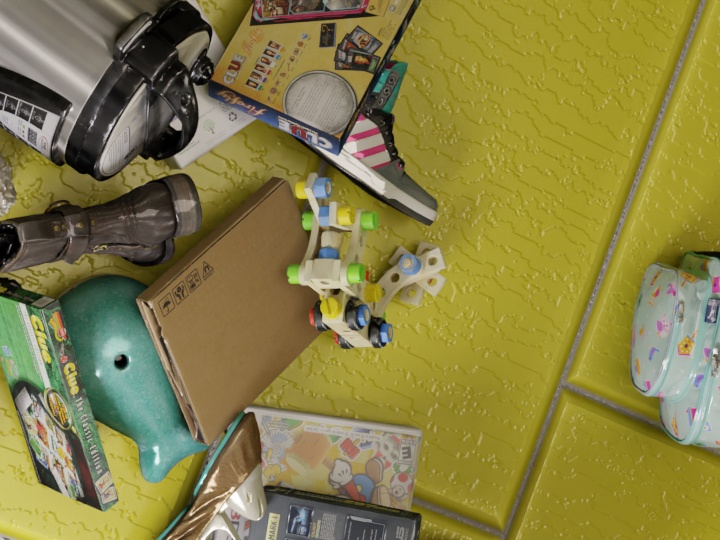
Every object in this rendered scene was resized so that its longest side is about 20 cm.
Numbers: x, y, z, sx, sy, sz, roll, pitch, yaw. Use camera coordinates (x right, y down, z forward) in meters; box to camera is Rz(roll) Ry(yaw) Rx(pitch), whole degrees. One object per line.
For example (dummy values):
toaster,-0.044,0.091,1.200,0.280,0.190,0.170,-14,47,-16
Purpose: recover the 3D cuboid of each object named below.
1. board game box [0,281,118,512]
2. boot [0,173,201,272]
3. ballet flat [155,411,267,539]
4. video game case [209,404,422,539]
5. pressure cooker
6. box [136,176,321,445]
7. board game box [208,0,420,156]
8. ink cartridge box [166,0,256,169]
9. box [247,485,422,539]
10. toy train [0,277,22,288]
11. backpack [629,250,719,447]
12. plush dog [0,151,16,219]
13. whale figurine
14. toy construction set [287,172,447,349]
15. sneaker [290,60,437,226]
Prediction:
board game box,-0.272,0.109,1.470,0.023,0.104,0.201,-29,119,-34
boot,-0.240,-0.033,1.440,0.173,0.200,0.070,-14,84,-24
ballet flat,-0.132,0.225,1.548,0.072,0.068,0.201,36,100,6
video game case,-0.045,0.231,1.640,0.199,0.023,0.184,10,90,-23
pressure cooker,-0.218,-0.176,1.410,0.199,0.176,0.179,37,113,3
box,-0.108,0.036,1.542,0.200,0.021,0.164,-45,130,-37
board game box,-0.037,-0.220,1.555,0.135,0.035,0.201,25,68,6
ink cartridge box,-0.182,-0.202,1.549,0.099,0.039,0.201,-35,107,-17
box,-0.035,0.313,1.572,0.156,0.051,0.202,8,89,9
toy train,-0.383,0.063,1.476,0.199,0.046,0.034,-31,104,-18
backpack,0.357,0.083,1.719,0.152,0.176,0.202,0,94,-6
plush dog,-0.381,-0.105,1.398,0.160,0.172,0.201,-28,104,-18
whale figurine,-0.205,0.101,1.519,0.159,0.104,0.201,-33,108,-12
toy construction set,0.000,0.000,1.594,0.200,0.092,0.132,26,63,-50
sneaker,0.019,-0.141,1.616,0.200,0.084,0.121,36,89,-19
